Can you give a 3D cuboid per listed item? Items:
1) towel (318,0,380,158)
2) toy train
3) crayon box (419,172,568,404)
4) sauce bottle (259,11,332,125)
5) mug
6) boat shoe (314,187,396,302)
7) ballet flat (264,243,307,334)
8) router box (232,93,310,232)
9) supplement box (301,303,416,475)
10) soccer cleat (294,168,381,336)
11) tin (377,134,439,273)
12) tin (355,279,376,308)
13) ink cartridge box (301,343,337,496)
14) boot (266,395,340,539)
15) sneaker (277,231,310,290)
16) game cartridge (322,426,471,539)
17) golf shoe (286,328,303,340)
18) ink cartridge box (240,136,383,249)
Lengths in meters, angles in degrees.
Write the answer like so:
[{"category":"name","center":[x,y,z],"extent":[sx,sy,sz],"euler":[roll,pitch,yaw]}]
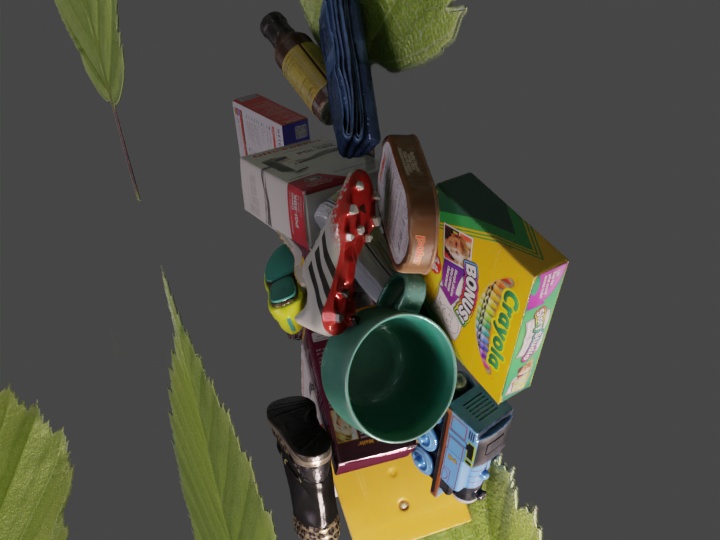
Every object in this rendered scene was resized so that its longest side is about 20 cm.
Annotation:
[{"category":"towel","center":[-0.019,-0.247,1.153],"extent":[0.112,0.048,0.204],"euler":[146,116,-78]},{"category":"toy train","center":[0.129,0.223,1.201],"extent":[0.114,0.086,0.203],"euler":[42,142,35]},{"category":"crayon box","center":[0.143,0.021,1.061],"extent":[0.173,0.057,0.202],"euler":[49,147,37]},{"category":"sauce bottle","center":[-0.078,-0.287,1.281],"extent":[0.201,0.064,0.065],"euler":[57,151,30]},{"category":"mug","center":[0.037,0.110,1.130],"extent":[0.152,0.185,0.114],"euler":[47,165,-20]},{"category":"boat shoe","center":[0.018,-0.020,1.185],"extent":[0.072,0.062,0.201],"euler":[21,152,55]},{"category":"ballet flat","center":[-0.104,0.029,1.338],"extent":[0.201,0.066,0.068],"euler":[-98,-13,-65]},{"category":"router box","center":[-0.137,-0.165,1.491],"extent":[0.179,0.048,0.204],"euler":[34,136,50]},{"category":"supplement box","center":[-0.005,0.162,1.253],"extent":[0.086,0.108,0.204],"euler":[106,151,-69]},{"category":"soccer cleat","center":[-0.031,-0.023,1.097],"extent":[0.084,0.068,0.204],"euler":[4,81,37]},{"category":"tin","center":[0.053,-0.082,1.092],"extent":[0.202,0.041,0.113],"euler":[-103,21,-51]},{"category":"tin","center":[0.000,0.000,1.353],"extent":[0.111,0.041,0.204],"euler":[-2,105,59]},{"category":"ink cartridge box","center":[-0.038,0.230,1.454],"extent":[0.146,0.083,0.202],"euler":[94,164,-48]},{"category":"boot","center":[-0.077,0.271,1.267],"extent":[0.200,0.072,0.154],"euler":[-144,45,-65]},{"category":"sneaker","center":[-0.061,-0.051,1.334],"extent":[0.090,0.074,0.201],"euler":[-49,40,20]},{"category":"game cartridge","center":[0.047,0.285,1.313],"extent":[0.032,0.173,0.204],"euler":[-2,-107,-86]},{"category":"golf shoe","center":[-0.061,0.057,1.408],"extent":[0.200,0.071,0.094],"euler":[149,121,-62]},{"category":"ink cartridge box","center":[-0.061,-0.113,1.269],"extent":[0.199,0.145,0.084],"euler":[30,132,52]}]
